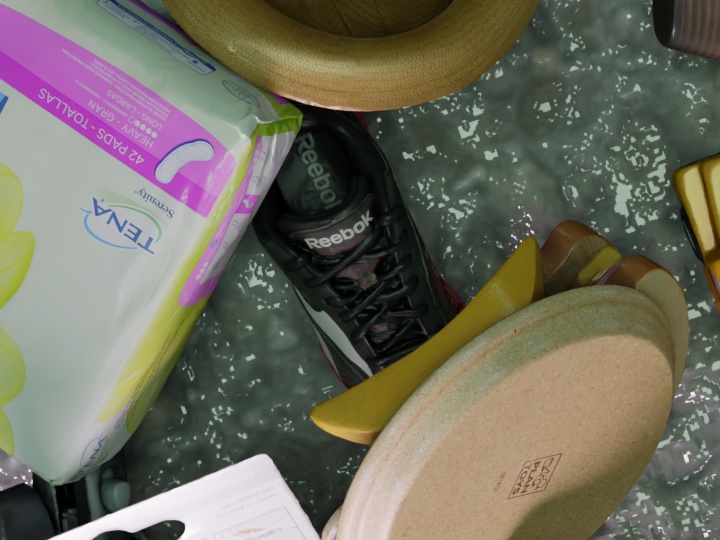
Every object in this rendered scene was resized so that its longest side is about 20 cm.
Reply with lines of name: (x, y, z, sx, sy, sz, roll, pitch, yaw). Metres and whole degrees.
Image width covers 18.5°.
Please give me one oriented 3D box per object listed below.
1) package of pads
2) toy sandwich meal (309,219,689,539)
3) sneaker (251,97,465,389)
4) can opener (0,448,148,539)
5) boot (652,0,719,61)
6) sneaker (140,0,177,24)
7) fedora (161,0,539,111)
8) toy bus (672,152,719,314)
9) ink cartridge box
package of pads: (-0.133, -0.023, 0.976, 0.154, 0.068, 0.200, 35, 107, 11)
toy sandwich meal: (0.061, 0.065, 0.982, 0.205, 0.205, 0.070, -47, 55, 5)
sneaker: (0.000, 0.000, 1.016, 0.071, 0.098, 0.201, -27, 94, 4)
can opener: (-0.137, 0.080, 1.046, 0.063, 0.079, 0.200, -3, 85, 29)
boot: (0.206, -0.176, 0.977, 0.146, 0.070, 0.200, -7, 125, -13)
sneaker: (-0.163, -0.161, 1.014, 0.200, 0.099, 0.078, 19, 93, 2)
fedora: (-0.011, -0.146, 0.999, 0.200, 0.082, 0.201, 2, 63, -5)
toy bus: (0.207, 0.038, 1.015, 0.065, 0.078, 0.200, -20, 92, 5)
ink cartridge box: (-0.080, 0.155, 1.000, 0.162, 0.057, 0.200, -22, 130, 5)
